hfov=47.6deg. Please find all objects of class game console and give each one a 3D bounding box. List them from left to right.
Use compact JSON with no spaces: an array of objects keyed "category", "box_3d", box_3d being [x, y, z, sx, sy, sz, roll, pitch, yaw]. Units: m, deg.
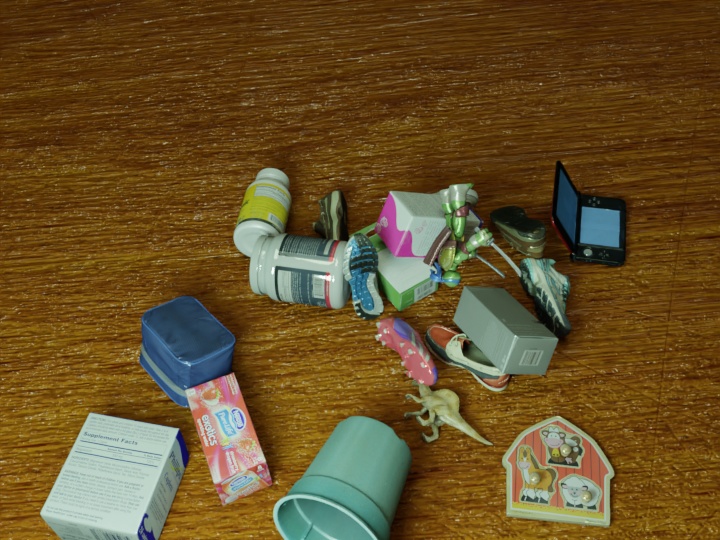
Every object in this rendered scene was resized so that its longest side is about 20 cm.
[{"category":"game console","box_3d":[0.499,-0.127,1.777,0.169,0.120,0.202,7,50,11]}]

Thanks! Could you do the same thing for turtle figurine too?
[{"category":"turtle figurine","box_3d":[0.226,-0.071,1.627,0.196,0.144,0.198,-6,88,21]}]

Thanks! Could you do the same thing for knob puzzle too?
[{"category":"knob puzzle","box_3d":[0.348,0.342,1.439,0.215,0.031,0.222,-3,48,3]}]

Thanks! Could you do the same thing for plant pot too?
[{"category":"plant pot","box_3d":[-0.013,0.364,1.355,0.197,0.203,0.197,16,44,18]}]

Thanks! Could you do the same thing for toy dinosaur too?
[{"category":"toy dinosaur","box_3d":[0.148,0.264,1.506,0.100,0.059,0.200,-33,54,-23]}]

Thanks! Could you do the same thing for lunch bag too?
[{"category":"lunch bag","box_3d":[-0.333,0.166,1.587,0.135,0.134,0.199,-22,49,-39]}]

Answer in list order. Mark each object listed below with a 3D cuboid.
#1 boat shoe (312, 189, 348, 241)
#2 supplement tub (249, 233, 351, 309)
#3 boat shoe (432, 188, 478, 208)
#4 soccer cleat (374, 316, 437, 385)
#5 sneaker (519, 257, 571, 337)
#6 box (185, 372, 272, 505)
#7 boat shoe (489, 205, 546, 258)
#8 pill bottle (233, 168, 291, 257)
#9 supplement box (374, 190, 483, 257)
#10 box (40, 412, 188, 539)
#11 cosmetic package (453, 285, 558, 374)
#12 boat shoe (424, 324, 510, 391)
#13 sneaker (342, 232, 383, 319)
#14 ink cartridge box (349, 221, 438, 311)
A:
[{"category":"boat shoe","box_3d":[-0.069,-0.093,1.838,0.073,0.075,0.204,-13,41,12]},{"category":"supplement tub","box_3d":[-0.119,-0.001,1.705,0.196,0.142,0.142,8,49,11]},{"category":"boat shoe","box_3d":[0.171,-0.135,1.848,0.196,0.071,0.071,-6,53,3]},{"category":"soccer cleat","box_3d":[0.102,0.150,1.591,0.075,0.068,0.200,-13,32,-28]},{"category":"sneaker","box_3d":[0.396,0.045,1.665,0.085,0.078,0.202,-10,49,-8]},{"category":"box","box_3d":[-0.239,0.301,1.477,0.098,0.096,0.202,-19,52,-12]},{"category":"boat shoe","box_3d":[0.340,-0.081,1.774,0.074,0.075,0.200,-18,25,-8]},{"category":"pill bottle","box_3d":[-0.215,-0.134,1.851,0.109,0.112,0.202,3,48,7]},{"category":"supplement box","box_3d":[0.144,-0.095,1.734,0.197,0.102,0.104,1,37,-37]},{"category":"box","box_3d":[-0.421,0.372,1.429,0.180,0.106,0.202,7,50,12]},{"category":"cosmetic package","box_3d":[0.272,0.112,1.557,0.105,0.092,0.200,4,28,-28]},{"category":"boat shoe","box_3d":[0.207,0.158,1.591,0.199,0.063,0.071,34,61,31]},{"category":"sneaker","box_3d":[0.000,0.000,1.663,0.073,0.203,0.087,-9,39,-3]},{"category":"ink cartridge box","box_3d":[0.069,-0.016,1.755,0.103,0.060,0.200,-27,52,-20]}]
